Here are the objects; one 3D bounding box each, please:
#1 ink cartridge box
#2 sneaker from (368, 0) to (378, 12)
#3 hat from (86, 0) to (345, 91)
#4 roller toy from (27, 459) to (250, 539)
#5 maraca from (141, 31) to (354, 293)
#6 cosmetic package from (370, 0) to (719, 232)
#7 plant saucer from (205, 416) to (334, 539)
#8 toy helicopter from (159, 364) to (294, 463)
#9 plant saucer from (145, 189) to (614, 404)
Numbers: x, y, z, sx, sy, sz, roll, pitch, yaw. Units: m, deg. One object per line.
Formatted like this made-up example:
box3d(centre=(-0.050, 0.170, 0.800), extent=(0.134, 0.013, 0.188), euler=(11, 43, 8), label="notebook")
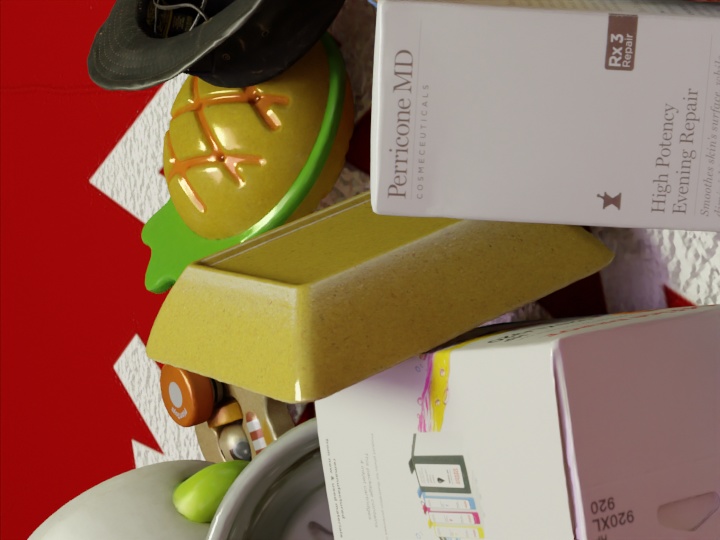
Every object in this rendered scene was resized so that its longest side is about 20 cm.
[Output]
box3d(centre=(0.095, 0.100, 0.917), extent=(0.200, 0.147, 0.145), euler=(-8, 91, 54), label="ink cartridge box")
box3d(centre=(0.032, -0.143, 0.944), extent=(0.075, 0.078, 0.200), euler=(-44, 30, 11), label="sneaker")
box3d(centre=(-0.064, -0.161, 1.051), extent=(0.200, 0.081, 0.201), euler=(-32, 33, 24), label="hat")
box3d(centre=(-0.120, 0.224, 1.116), extent=(0.140, 0.182, 0.200), euler=(55, 161, 32), label="roller toy")
box3d(centre=(-0.075, -0.066, 1.126), extent=(0.137, 0.107, 0.201), euler=(35, 98, 51), label="maraca")
box3d(centre=(0.105, -0.075, 0.827), extent=(0.074, 0.199, 0.102), euler=(-87, -2, -75), label="cosmetic package")
box3d(centre=(0.000, 0.176, 1.037), extent=(0.050, 0.199, 0.201), euler=(-171, 74, -72), label="plant saucer")
box3d(centre=(-0.053, 0.134, 1.190), extent=(0.200, 0.079, 0.133), euler=(24, 121, 49), label="toy helicopter")
box3d(centre=(0.000, 0.000, 0.960), extent=(0.200, 0.199, 0.049), euler=(9, 120, 60), label="plant saucer")
